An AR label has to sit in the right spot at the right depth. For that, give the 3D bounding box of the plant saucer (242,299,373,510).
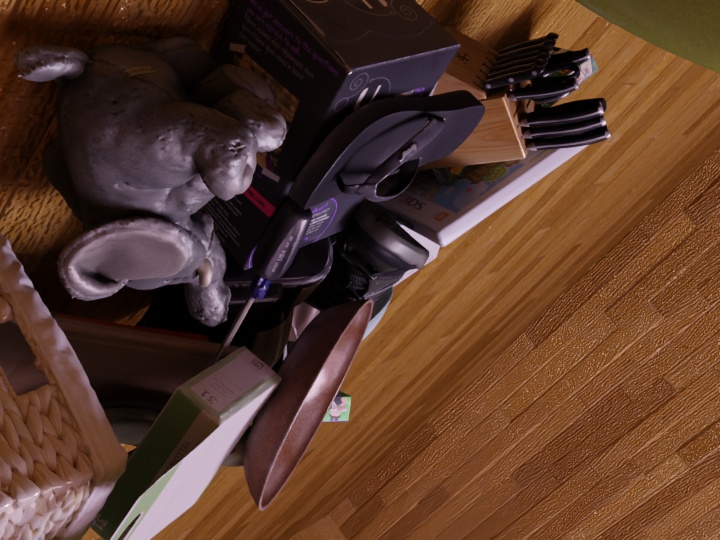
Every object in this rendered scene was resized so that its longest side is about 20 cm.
[{"bbox_3d":[-0.050,0.107,0.772,0.201,0.037,0.200,-62,172,-15],"label":"plant saucer"}]

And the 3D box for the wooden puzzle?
[{"bbox_3d":[-0.209,0.082,0.737,0.200,0.037,0.185,18,144,-31],"label":"wooden puzzle"}]

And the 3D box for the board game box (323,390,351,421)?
[{"bbox_3d":[-0.115,0.127,0.977,0.134,0.029,0.200,4,-176,-28],"label":"board game box"}]

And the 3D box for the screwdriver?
[{"bbox_3d":[-0.083,0.030,0.665,0.029,0.028,0.200,-11,140,-45],"label":"screwdriver"}]

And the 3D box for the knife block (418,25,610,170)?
[{"bbox_3d":[0.126,-0.135,0.831,0.064,0.175,0.200,-60,180,-38],"label":"knife block"}]

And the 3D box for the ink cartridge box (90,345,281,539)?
[{"bbox_3d":[-0.144,0.144,0.626,0.146,0.048,0.200,-54,170,22],"label":"ink cartridge box"}]

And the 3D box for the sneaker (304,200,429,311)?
[{"bbox_3d":[0.000,0.000,0.814,0.114,0.076,0.199,-47,179,-2],"label":"sneaker"}]

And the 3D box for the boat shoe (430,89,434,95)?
[{"bbox_3d":[0.019,-0.125,0.792,0.073,0.068,0.199,-1,143,-31],"label":"boat shoe"}]

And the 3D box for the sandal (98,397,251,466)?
[{"bbox_3d":[-0.176,0.151,0.766,0.201,0.057,0.080,14,147,-27],"label":"sandal"}]

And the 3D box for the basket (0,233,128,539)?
[{"bbox_3d":[-0.287,0.116,0.585,0.161,0.198,0.200,-16,153,-44],"label":"basket"}]

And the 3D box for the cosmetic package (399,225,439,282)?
[{"bbox_3d":[0.047,-0.054,1.070,0.102,0.074,0.200,-34,162,-15],"label":"cosmetic package"}]

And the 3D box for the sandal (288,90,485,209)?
[{"bbox_3d":[0.032,-0.085,0.629,0.200,0.043,0.076,-27,159,-44],"label":"sandal"}]

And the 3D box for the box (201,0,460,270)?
[{"bbox_3d":[-0.041,-0.114,0.658,0.122,0.106,0.200,-25,159,-44],"label":"box"}]

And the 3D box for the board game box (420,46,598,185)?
[{"bbox_3d":[0.134,-0.165,0.922,0.200,0.105,0.023,-38,126,-11],"label":"board game box"}]

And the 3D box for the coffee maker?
[{"bbox_3d":[-0.134,0.030,0.791,0.192,0.135,0.200,-28,160,-31],"label":"coffee maker"}]

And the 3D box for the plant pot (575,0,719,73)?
[{"bbox_3d":[0.270,-0.267,0.761,0.187,0.200,0.187,-36,164,-12],"label":"plant pot"}]

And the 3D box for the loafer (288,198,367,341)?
[{"bbox_3d":[-0.037,-0.007,0.938,0.200,0.071,0.073,-59,-166,22],"label":"loafer"}]

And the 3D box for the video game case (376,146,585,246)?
[{"bbox_3d":[0.108,-0.111,0.916,0.200,0.182,0.022,-35,123,-14],"label":"video game case"}]

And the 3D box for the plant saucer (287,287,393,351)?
[{"bbox_3d":[-0.049,0.069,1.042,0.201,0.039,0.201,-20,-162,7],"label":"plant saucer"}]

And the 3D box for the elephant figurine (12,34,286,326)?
[{"bbox_3d":[-0.141,-0.039,0.580,0.200,0.155,0.142,-57,-178,32],"label":"elephant figurine"}]
